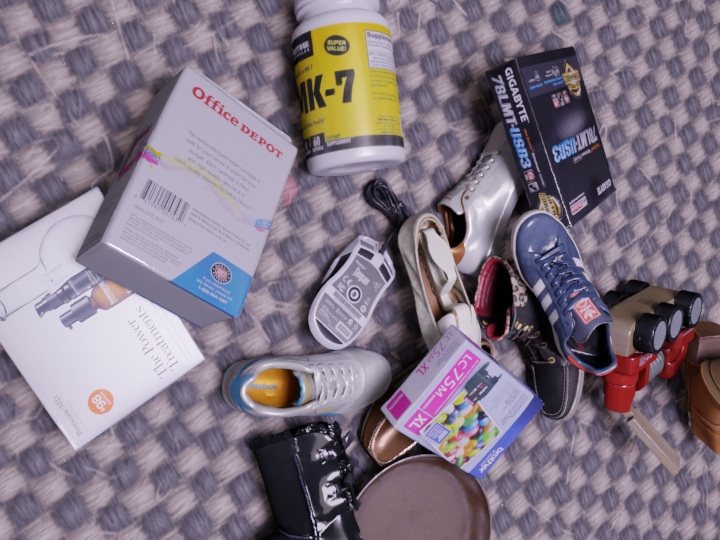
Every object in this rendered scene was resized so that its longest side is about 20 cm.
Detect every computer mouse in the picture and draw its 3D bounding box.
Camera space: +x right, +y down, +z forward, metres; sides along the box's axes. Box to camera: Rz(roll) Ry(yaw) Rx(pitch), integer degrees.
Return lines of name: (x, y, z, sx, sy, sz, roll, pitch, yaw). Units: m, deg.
computer mouse: (0.000, 0.000, 0.797, 0.110, 0.044, 0.201, 44, 68, -20)

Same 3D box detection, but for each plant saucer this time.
plant saucer: (0.064, 0.312, 0.809, 0.195, 0.032, 0.206, -3, 97, -19)

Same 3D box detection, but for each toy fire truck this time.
toy fire truck: (0.377, 0.135, 0.891, 0.174, 0.127, 0.205, -17, 112, -42)

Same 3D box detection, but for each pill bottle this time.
pill bottle: (-0.016, -0.214, 0.756, 0.112, 0.114, 0.206, -8, 91, -21)

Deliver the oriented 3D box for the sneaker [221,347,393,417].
sneaker: (-0.049, 0.128, 0.752, 0.195, 0.080, 0.079, -4, 88, -23)

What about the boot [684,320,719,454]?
boot: (0.476, 0.180, 0.901, 0.072, 0.201, 0.158, -1, 113, 16)

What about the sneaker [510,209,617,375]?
sneaker: (0.233, 0.027, 0.753, 0.074, 0.085, 0.202, -31, 107, 1)

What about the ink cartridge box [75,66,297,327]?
ink cartridge box: (-0.162, -0.070, 0.671, 0.143, 0.084, 0.204, 33, 61, -30)

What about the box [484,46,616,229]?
box: (0.244, -0.166, 0.848, 0.199, 0.049, 0.203, -27, 98, -50)

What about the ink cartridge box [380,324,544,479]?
ink cartridge box: (0.126, 0.157, 0.762, 0.120, 0.042, 0.199, -49, 128, 4)

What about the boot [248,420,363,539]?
boot: (-0.086, 0.261, 0.737, 0.193, 0.073, 0.166, -15, 81, -1)

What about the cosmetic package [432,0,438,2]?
cosmetic package: (0.069, -0.459, 0.830, 0.148, 0.052, 0.205, 20, 82, -17)

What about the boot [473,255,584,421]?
boot: (0.207, 0.080, 0.836, 0.148, 0.072, 0.206, 9, 81, -42)

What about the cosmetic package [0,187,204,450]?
cosmetic package: (-0.270, 0.046, 0.675, 0.149, 0.052, 0.203, -34, 101, -17)

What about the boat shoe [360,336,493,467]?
boat shoe: (0.081, 0.145, 0.806, 0.200, 0.074, 0.076, -46, 104, -16)

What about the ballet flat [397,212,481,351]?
ballet flat: (0.093, 0.032, 0.765, 0.066, 0.062, 0.204, -20, 84, -23)

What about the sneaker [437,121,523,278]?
sneaker: (0.146, -0.099, 0.839, 0.083, 0.073, 0.205, 19, 83, -22)
